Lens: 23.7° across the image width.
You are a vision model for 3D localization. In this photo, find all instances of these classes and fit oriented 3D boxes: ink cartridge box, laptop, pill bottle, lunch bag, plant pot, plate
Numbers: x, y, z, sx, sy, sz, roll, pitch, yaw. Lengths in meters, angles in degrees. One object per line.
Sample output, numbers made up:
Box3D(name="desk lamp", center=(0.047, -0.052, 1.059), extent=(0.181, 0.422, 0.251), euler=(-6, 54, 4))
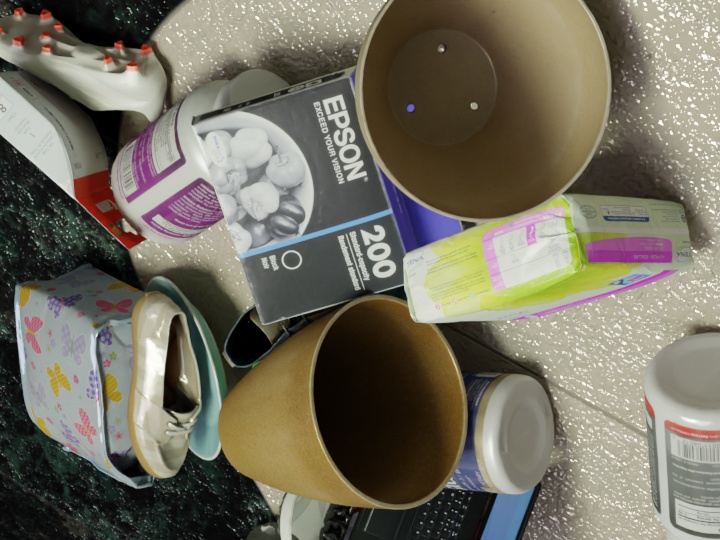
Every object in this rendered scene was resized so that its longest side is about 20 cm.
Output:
Box3D(name="ink cartridge box", center=(-0.022, -0.070, 1.488), extent=(0.198, 0.043, 0.200), euler=(-17, 112, 4))
Box3D(name="laptop", center=(0.068, 0.267, 1.681), extent=(0.198, 0.179, 0.103), euler=(18, 169, 24))
Box3D(name="pill bottle", center=(-0.138, -0.108, 1.587), extent=(0.113, 0.112, 0.199), euler=(50, 139, -10))
Box3D(name="lunch bag", center=(-0.276, 0.114, 1.830), extent=(0.169, 0.126, 0.202), euler=(21, 118, 45))
Box3D(name="plant pot", center=(-0.037, 0.131, 1.566), extent=(0.199, 0.187, 0.187), euler=(-15, 115, 47))
Box3D(name="ink cartridge box", center=(-0.271, -0.112, 1.658), extent=(0.199, 0.163, 0.057), euler=(38, 98, -2))
Box3D(name="plant pot", center=(0.081, -0.143, 1.353), extent=(0.201, 0.200, 0.134), euler=(52, 173, -12))
Box3D(name="plate", center=(-0.179, 0.100, 1.813), extent=(0.200, 0.025, 0.202), euler=(45, 144, 47))
Box3D(name="pill bottle", center=(0.305, 0.164, 1.474), extent=(0.115, 0.116, 0.201), euler=(13, 132, 29))
Box3D(name="pill bottle", center=(0.075, 0.152, 1.644), extent=(0.199, 0.111, 0.112), euler=(0, 124, 38))

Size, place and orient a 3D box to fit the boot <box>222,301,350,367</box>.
Box3D(name="boot", center=(-0.049, 0.033, 1.591), extent=(0.075, 0.097, 0.200), euler=(49, 138, -6))

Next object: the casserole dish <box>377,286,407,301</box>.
Box3D(name="casserole dish", center=(0.000, 0.000, 1.628), extent=(0.120, 0.039, 0.201), euler=(30, 137, 14))

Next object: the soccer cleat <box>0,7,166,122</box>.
Box3D(name="soccer cleat", center=(-0.276, -0.194, 1.656), extent=(0.198, 0.069, 0.078), euler=(19, 137, 20))

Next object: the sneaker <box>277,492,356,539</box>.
Box3D(name="sneaker", center=(-0.032, 0.230, 1.745), extent=(0.079, 0.202, 0.074), euler=(-6, 155, 29))

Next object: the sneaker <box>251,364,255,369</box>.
Box3D(name="sneaker", center=(-0.091, 0.131, 1.767), extent=(0.073, 0.084, 0.200), euler=(21, 142, -6))

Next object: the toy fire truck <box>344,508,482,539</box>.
Box3D(name="toy fire truck", center=(0.045, 0.309, 1.780), extent=(0.199, 0.112, 0.169), euler=(-28, 91, 12))

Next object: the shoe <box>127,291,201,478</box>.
Box3D(name="shoe", center=(-0.197, 0.123, 1.746), extent=(0.053, 0.070, 0.202), euler=(14, 115, 38))

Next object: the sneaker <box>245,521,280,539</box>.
Box3D(name="sneaker", center=(-0.040, 0.315, 1.917), extent=(0.199, 0.081, 0.086), euler=(-12, 140, 41))

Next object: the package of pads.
Box3D(name="package of pads", center=(0.149, -0.006, 1.417), extent=(0.199, 0.154, 0.069), euler=(-21, 75, 46))
